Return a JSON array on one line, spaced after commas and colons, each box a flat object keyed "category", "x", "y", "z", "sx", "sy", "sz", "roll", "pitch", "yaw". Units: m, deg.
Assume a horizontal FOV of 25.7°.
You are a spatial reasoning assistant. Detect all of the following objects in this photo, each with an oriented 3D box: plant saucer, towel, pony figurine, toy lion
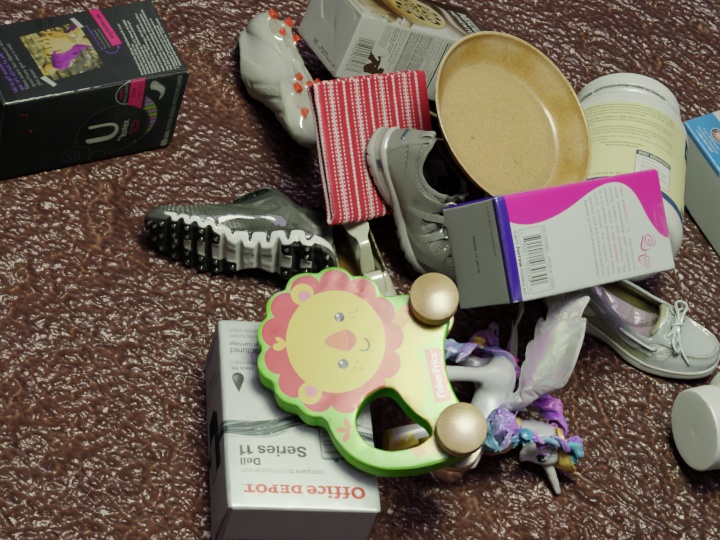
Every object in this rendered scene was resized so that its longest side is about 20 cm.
[{"category": "plant saucer", "x": 0.150, "y": -0.148, "z": 1.627, "sx": 0.199, "sy": 0.035, "sz": 0.202, "roll": 14, "pitch": 62, "yaw": -29}, {"category": "towel", "x": 0.017, "y": -0.129, "z": 1.626, "sx": 0.199, "sy": 0.022, "sz": 0.146, "roll": -15, "pitch": 98, "yaw": -53}, {"category": "pony figurine", "x": 0.132, "y": 0.111, "z": 1.536, "sx": 0.198, "sy": 0.166, "sz": 0.195, "roll": 9, "pitch": 84, "yaw": -15}, {"category": "toy lion", "x": 0.004, "y": 0.091, "z": 1.432, "sx": 0.190, "sy": 0.069, "sz": 0.202, "roll": -9, "pitch": 68, "yaw": -7}]

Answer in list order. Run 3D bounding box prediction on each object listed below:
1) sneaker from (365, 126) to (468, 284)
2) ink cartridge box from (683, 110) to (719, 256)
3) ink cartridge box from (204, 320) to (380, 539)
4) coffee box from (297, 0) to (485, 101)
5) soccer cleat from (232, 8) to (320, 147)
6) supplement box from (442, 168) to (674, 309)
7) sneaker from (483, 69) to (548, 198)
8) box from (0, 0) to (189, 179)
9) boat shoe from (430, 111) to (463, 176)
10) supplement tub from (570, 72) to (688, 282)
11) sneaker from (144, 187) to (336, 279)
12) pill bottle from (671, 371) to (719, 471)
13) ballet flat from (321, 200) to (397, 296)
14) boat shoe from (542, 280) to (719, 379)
[{"category": "sneaker", "x": 0.079, "y": -0.060, "z": 1.616, "sx": 0.081, "sy": 0.201, "sz": 0.075, "roll": -3, "pitch": 43, "yaw": 37}, {"category": "ink cartridge box", "x": 0.469, "y": -0.119, "z": 1.835, "sx": 0.199, "sy": 0.084, "sz": 0.146, "roll": -19, "pitch": 65, "yaw": -29}, {"category": "ink cartridge box", "x": -0.065, "y": 0.154, "z": 1.464, "sx": 0.145, "sy": 0.083, "sz": 0.201, "roll": 3, "pitch": 54, "yaw": -15}, {"category": "coffee box", "x": 0.047, "y": -0.254, "z": 1.756, "sx": 0.199, "sy": 0.080, "sz": 0.113, "roll": 8, "pitch": 30, "yaw": -34}, {"category": "soccer cleat", "x": -0.087, "y": -0.199, "z": 1.729, "sx": 0.069, "sy": 0.077, "sz": 0.201, "roll": 22, "pitch": 36, "yaw": -44}, {"category": "supplement box", "x": 0.193, "y": -0.031, "z": 1.532, "sx": 0.198, "sy": 0.103, "sz": 0.102, "roll": -10, "pitch": 90, "yaw": -28}, {"category": "sneaker", "x": 0.142, "y": -0.129, "z": 1.704, "sx": 0.118, "sy": 0.074, "sz": 0.201, "roll": 34, "pitch": 75, "yaw": -19}, {"category": "box", "x": -0.293, "y": -0.186, "z": 1.622, "sx": 0.198, "sy": 0.123, "sz": 0.107, "roll": -14, "pitch": 60, "yaw": -26}, {"category": "boat shoe", "x": 0.034, "y": -0.168, "z": 1.747, "sx": 0.198, "sy": 0.068, "sz": 0.072, "roll": 22, "pitch": 51, "yaw": 0}, {"category": "supplement tub", "x": 0.284, "y": -0.103, "z": 1.728, "sx": 0.144, "sy": 0.145, "sz": 0.201, "roll": 17, "pitch": 51, "yaw": -4}, {"category": "sneaker", "x": -0.118, "y": -0.045, "z": 1.605, "sx": 0.198, "sy": 0.067, "sz": 0.091, "roll": 9, "pitch": 45, "yaw": 1}, {"category": "pill bottle", "x": 0.421, "y": 0.147, "z": 1.606, "sx": 0.198, "sy": 0.111, "sz": 0.112, "roll": -7, "pitch": 57, "yaw": -23}, {"category": "ballet flat", "x": 0.000, "y": 0.000, "z": 1.606, "sx": 0.067, "sy": 0.076, "sz": 0.201, "roll": -7, "pitch": 57, "yaw": -20}, {"category": "boat shoe", "x": 0.291, "y": 0.048, "z": 1.668, "sx": 0.201, "sy": 0.065, "sz": 0.075, "roll": 29, "pitch": 51, "yaw": 5}]
